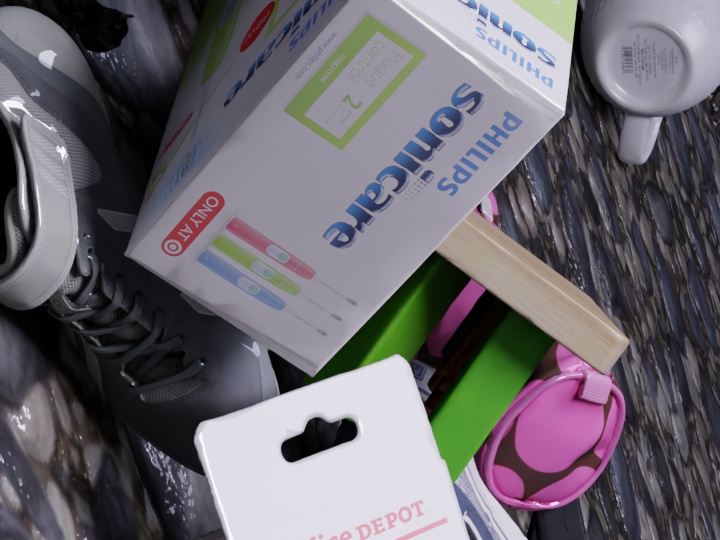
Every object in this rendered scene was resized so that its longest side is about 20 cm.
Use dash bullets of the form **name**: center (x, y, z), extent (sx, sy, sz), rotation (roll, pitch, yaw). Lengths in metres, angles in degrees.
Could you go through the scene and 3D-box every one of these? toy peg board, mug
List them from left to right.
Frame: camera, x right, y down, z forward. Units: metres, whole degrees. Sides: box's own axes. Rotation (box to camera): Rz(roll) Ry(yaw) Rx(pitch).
- **toy peg board**: center (0.000, 0.000, 1.130), extent (0.200, 0.098, 0.199), rotation (37, 4, -3)
- **mug**: center (0.268, -0.192, 2.377), extent (0.175, 0.147, 0.200), rotation (-58, 159, -61)

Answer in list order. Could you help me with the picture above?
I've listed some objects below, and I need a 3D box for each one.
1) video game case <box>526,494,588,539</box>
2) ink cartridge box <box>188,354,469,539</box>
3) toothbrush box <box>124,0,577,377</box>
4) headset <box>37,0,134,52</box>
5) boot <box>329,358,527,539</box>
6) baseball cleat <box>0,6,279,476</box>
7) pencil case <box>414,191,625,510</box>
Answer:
- **video game case**: center (0.107, 0.241, 1.320), extent (0.181, 0.025, 0.200), rotation (96, -13, -60)
- **ink cartridge box**: center (-0.011, 0.143, 0.957), extent (0.115, 0.068, 0.201), rotation (-17, 90, -43)
- **toothbrush box**: center (0.005, -0.085, 0.935), extent (0.086, 0.146, 0.200), rotation (33, 35, -17)
- **headset**: center (-0.096, -0.187, 1.045), extent (0.094, 0.123, 0.201), rotation (29, 65, -68)
- **boot**: center (0.025, 0.136, 1.232), extent (0.090, 0.073, 0.200), rotation (-66, 145, -36)
- **baseball cleat**: center (-0.098, 0.007, 0.922), extent (0.200, 0.070, 0.106), rotation (58, 25, -16)
- **pencil case**: center (0.066, 0.030, 1.325), extent (0.091, 0.094, 0.200), rotation (34, 16, -39)
